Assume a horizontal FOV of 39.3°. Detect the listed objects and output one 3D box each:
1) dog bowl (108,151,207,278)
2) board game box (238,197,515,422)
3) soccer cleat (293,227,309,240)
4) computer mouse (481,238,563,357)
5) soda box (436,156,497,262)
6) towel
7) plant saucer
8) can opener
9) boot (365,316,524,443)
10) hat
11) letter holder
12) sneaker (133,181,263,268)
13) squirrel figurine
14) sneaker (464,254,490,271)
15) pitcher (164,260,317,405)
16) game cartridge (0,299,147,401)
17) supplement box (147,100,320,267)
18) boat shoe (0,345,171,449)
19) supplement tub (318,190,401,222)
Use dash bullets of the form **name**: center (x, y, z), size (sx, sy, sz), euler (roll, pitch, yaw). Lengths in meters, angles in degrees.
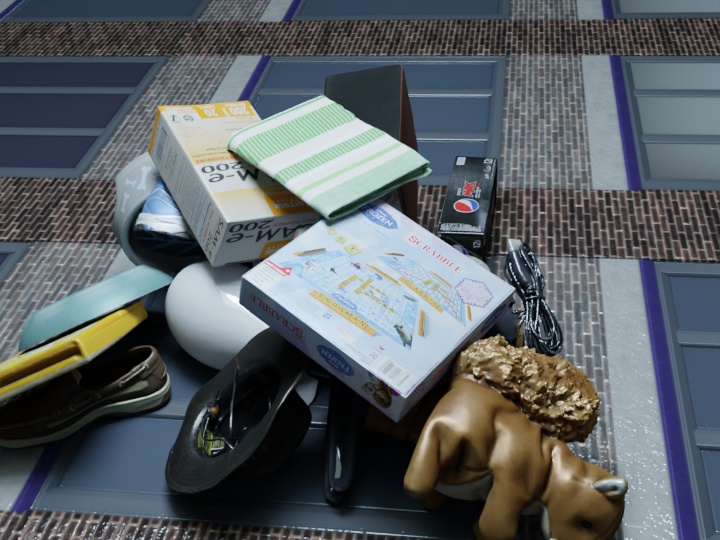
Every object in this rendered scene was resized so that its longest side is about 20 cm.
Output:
- **dog bowl**: center (-0.226, -0.070, 1.299), size (0.198, 0.201, 0.059), euler (-13, 50, -12)
- **board game box**: center (0.019, 0.025, 0.989), size (0.199, 0.041, 0.199), euler (35, 47, 20)
- **soccer cleat**: center (-0.014, 0.029, 1.055), size (0.077, 0.070, 0.201), euler (-11, 47, -26)
- **computer mouse**: center (0.105, 0.041, 1.065), size (0.198, 0.053, 0.140), euler (-13, 60, 3)
- **soda box**: center (0.146, -0.076, 1.366), size (0.063, 0.071, 0.201), euler (5, 36, 11)
- **towel**: center (-0.038, -0.128, 1.111), size (0.152, 0.024, 0.200), euler (-27, 45, -30)
- **plant saucer**: center (-0.316, 0.038, 1.189), size (0.198, 0.036, 0.200), euler (-24, 4, 2)
- **can opener**: center (-0.021, 0.143, 1.047), size (0.078, 0.064, 0.202), euler (1, 60, -2)
- **boot**: center (0.096, 0.116, 1.099), size (0.153, 0.077, 0.201), euler (8, 48, 14)
- **hat**: center (-0.105, 0.158, 1.025), size (0.200, 0.081, 0.201), euler (-37, 26, 22)
- **letter holder**: center (0.014, -0.128, 1.235), size (0.099, 0.143, 0.201), euler (-7, 48, 11)
- **sneaker**: center (-0.165, -0.052, 1.201), size (0.198, 0.076, 0.078), euler (15, 64, -14)
- **squirrel figurine**: center (0.161, 0.163, 0.932), size (0.185, 0.142, 0.202), euler (17, 69, 17)
- **sneaker**: center (0.118, 0.021, 1.196), size (0.087, 0.082, 0.200), euler (5, 19, 3)
- **pitcher**: center (-0.116, 0.043, 1.156), size (0.199, 0.121, 0.173), euler (24, 79, 30)
- **game cartridge**: center (-0.338, 0.092, 1.097), size (0.175, 0.033, 0.200), euler (-24, 9, 9)
- **supplement box**: center (-0.149, -0.106, 1.166), size (0.125, 0.074, 0.201), euler (-10, 52, -35)
- **boat shoe**: center (-0.314, 0.131, 1.116), size (0.200, 0.075, 0.075), euler (-18, 37, -19)
- **supplement tub**: center (-0.042, -0.073, 1.318), size (0.144, 0.146, 0.200), euler (19, 40, 30)
